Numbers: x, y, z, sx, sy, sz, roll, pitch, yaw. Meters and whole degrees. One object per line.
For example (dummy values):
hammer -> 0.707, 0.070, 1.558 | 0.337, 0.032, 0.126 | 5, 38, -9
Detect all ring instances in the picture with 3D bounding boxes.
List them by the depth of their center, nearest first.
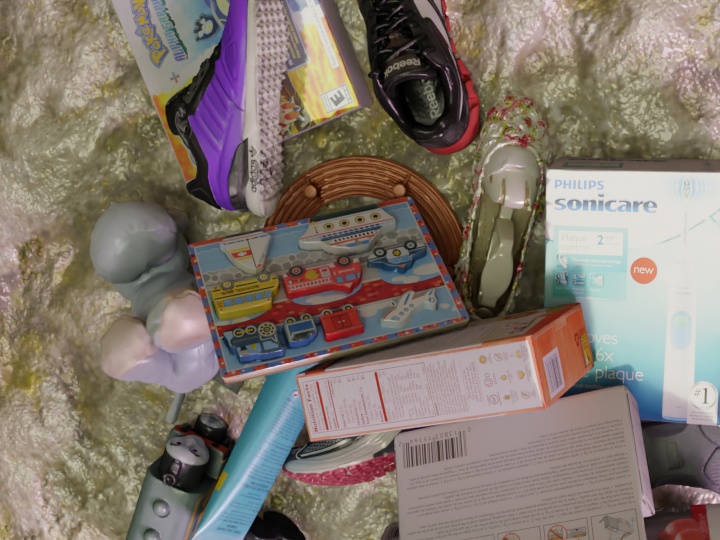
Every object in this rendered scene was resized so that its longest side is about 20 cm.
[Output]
ring -> 0.000, 0.000, 1.057 | 0.197, 0.019, 0.204 | 4, 103, 15

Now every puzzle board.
puzzle board -> -0.029, 0.008, 0.948 | 0.197, 0.152, 0.018 | -12, 137, -12

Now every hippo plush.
hippo plush -> -0.157, 0.013, 1.053 | 0.157, 0.200, 0.163 | -24, 68, 2

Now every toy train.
toy train -> -0.174, 0.233, 1.104 | 0.084, 0.114, 0.203 | 24, 107, 9

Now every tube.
tube -> -0.083, 0.151, 1.039 | 0.050, 0.077, 0.202 | 23, 84, 36

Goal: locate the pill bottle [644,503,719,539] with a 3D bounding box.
pill bottle -> 0.196, 0.248, 0.934 | 0.197, 0.111, 0.113 | -9, 99, 15

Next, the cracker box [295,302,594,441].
cracker box -> 0.067, 0.078, 0.919 | 0.197, 0.134, 0.059 | -11, 94, 28

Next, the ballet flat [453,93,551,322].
ballet flat -> 0.122, -0.042, 0.989 | 0.074, 0.064, 0.204 | 6, 104, -2

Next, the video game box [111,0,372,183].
video game box -> -0.109, -0.203, 1.030 | 0.180, 0.047, 0.203 | -21, 96, 21

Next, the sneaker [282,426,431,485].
sneaker -> 0.017, 0.139, 1.059 | 0.198, 0.080, 0.076 | -25, 66, 19

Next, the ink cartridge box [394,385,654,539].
ink cartridge box -> 0.125, 0.195, 0.911 | 0.197, 0.045, 0.179 | -15, 56, 21

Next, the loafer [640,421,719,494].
loafer -> 0.279, 0.148, 0.993 | 0.196, 0.063, 0.073 | -2, 98, 12

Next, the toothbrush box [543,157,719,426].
toothbrush box -> 0.224, 0.013, 0.962 | 0.144, 0.085, 0.204 | 3, 101, 16

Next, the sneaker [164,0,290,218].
sneaker -> -0.116, -0.147, 0.984 | 0.098, 0.070, 0.204 | 7, 103, 16

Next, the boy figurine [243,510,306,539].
boy figurine -> -0.127, 0.324, 1.115 | 0.064, 0.123, 0.203 | 33, 102, 50

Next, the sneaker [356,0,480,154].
sneaker -> 0.037, -0.189, 0.965 | 0.070, 0.098, 0.203 | -20, 95, 20

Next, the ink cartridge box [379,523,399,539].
ink cartridge box -> 0.099, 0.321, 1.082 | 0.107, 0.050, 0.203 | -18, 97, 18
